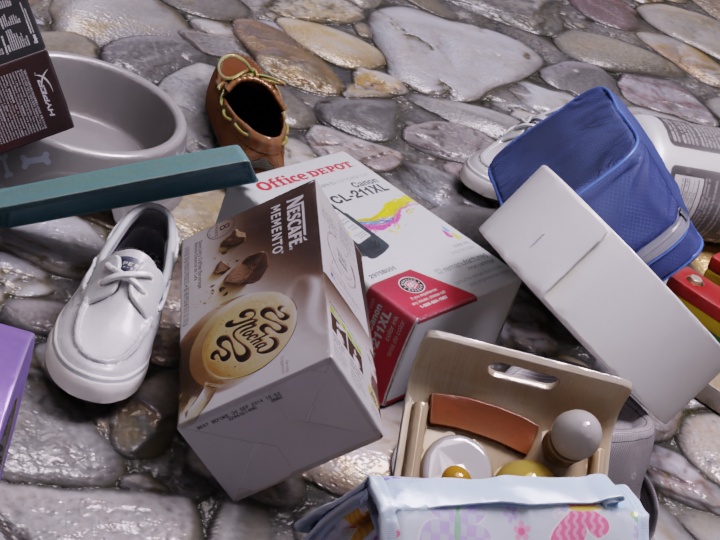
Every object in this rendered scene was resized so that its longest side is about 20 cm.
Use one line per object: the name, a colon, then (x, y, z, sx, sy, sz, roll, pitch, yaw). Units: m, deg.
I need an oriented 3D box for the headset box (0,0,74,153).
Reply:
headset box: (-0.333, -0.139, 1.274, 0.199, 0.075, 0.149, -21, 39, -9)

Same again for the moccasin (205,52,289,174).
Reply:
moccasin: (-0.099, -0.145, 1.496, 0.073, 0.078, 0.202, 14, 29, -12)

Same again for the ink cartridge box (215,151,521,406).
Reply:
ink cartridge box: (0.000, 0.000, 1.305, 0.200, 0.083, 0.145, 36, 33, 26)

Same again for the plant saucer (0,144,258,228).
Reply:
plant saucer: (-0.176, -0.062, 1.241, 0.198, 0.019, 0.070, -11, -10, 1)

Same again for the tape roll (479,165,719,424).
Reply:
tape roll: (0.178, 0.017, 1.239, 0.203, 0.071, 0.202, 46, 6, -6)

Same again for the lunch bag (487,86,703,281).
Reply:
lunch bag: (0.204, -0.047, 1.425, 0.133, 0.135, 0.200, 51, 14, -23)

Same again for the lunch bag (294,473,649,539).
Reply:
lunch bag: (0.046, 0.187, 0.888, 0.168, 0.201, 0.127, 1, 33, -29)

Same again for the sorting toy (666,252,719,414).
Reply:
sorting toy: (0.353, 0.060, 1.441, 0.198, 0.070, 0.199, 36, 32, 26)

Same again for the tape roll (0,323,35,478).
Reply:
tape roll: (-0.228, 0.117, 0.835, 0.084, 0.201, 0.200, 16, 29, -7)

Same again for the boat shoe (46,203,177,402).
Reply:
boat shoe: (-0.163, 0.017, 1.170, 0.071, 0.069, 0.200, 21, 28, 1)

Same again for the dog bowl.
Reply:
dog bowl: (-0.233, -0.115, 1.382, 0.198, 0.059, 0.201, 15, 28, -8)

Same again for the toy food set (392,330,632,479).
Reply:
toy food set: (0.092, 0.148, 1.047, 0.142, 0.060, 0.202, 14, 65, -9)

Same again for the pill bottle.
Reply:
pill bottle: (0.297, -0.089, 1.619, 0.198, 0.111, 0.111, 8, 31, -22)

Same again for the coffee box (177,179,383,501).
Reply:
coffee box: (-0.056, 0.042, 1.130, 0.112, 0.080, 0.201, -24, 35, 13)

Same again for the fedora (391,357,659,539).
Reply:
fedora: (0.129, 0.122, 1.167, 0.199, 0.091, 0.177, 0, 34, -32)

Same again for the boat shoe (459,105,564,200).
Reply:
boat shoe: (0.167, -0.119, 1.631, 0.072, 0.069, 0.199, 36, 32, 27)
